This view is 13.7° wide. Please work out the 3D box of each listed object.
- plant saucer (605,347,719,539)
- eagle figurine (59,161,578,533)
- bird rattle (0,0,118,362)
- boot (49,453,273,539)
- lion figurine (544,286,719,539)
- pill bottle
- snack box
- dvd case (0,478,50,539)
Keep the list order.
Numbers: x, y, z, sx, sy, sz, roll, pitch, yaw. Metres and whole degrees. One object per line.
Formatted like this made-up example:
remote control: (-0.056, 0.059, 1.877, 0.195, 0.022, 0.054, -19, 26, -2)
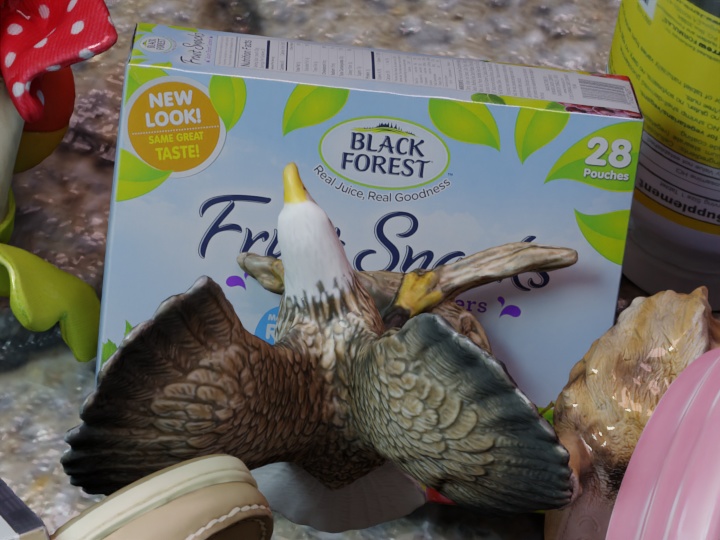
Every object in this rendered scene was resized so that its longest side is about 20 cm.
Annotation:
plant saucer: (0.133, 0.106, 1.033, 0.051, 0.201, 0.201, 11, 43, 29)
eagle figurine: (-0.011, 0.038, 1.039, 0.151, 0.152, 0.200, 45, 16, -11)
bird rattle: (-0.154, -0.069, 1.212, 0.112, 0.201, 0.163, 4, 23, -6)
boot: (-0.067, 0.162, 0.913, 0.200, 0.072, 0.155, -40, 63, -22)
lion figurine: (0.089, 0.107, 1.110, 0.072, 0.201, 0.123, 21, 20, 5)
pill bottle: (0.159, -0.081, 1.253, 0.112, 0.201, 0.113, 4, 47, -4)
snack box: (0.000, 0.000, 1.170, 0.199, 0.169, 0.068, 6, 19, -4)
dvd case: (-0.207, 0.100, 0.942, 0.199, 0.016, 0.149, -18, 14, -16)
